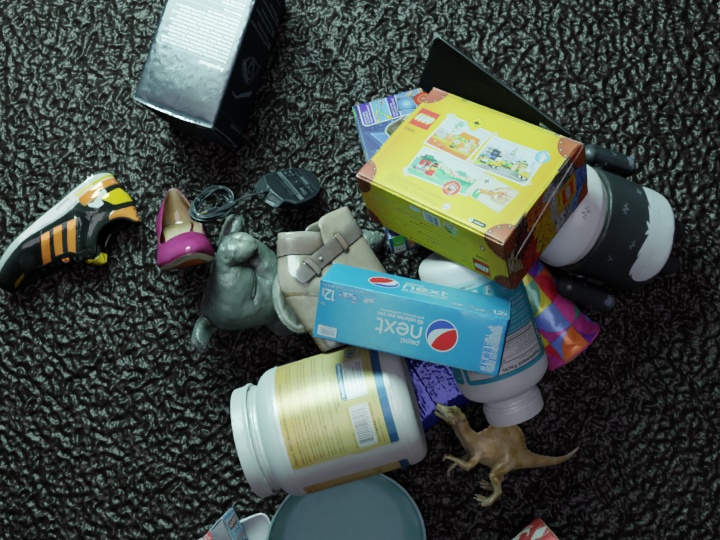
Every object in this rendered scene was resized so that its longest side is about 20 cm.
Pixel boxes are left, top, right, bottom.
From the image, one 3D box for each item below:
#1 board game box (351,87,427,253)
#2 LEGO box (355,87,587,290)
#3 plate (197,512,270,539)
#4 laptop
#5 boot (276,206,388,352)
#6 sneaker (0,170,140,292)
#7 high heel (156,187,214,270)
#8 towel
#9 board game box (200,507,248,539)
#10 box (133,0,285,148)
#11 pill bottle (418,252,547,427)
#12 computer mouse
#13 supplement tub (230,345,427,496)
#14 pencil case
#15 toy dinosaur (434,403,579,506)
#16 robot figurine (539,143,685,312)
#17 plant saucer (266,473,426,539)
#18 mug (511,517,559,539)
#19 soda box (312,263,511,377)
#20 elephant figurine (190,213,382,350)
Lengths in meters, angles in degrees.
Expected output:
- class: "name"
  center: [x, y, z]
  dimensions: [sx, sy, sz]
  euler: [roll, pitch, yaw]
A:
- class: "board game box"
  center: [0.075, -0.128, 1.071]
  dimensions: [0.132, 0.035, 0.203]
  euler: [-14, 59, 1]
- class: "LEGO box"
  center: [0.117, -0.093, 0.958]
  dimensions: [0.198, 0.078, 0.149]
  euler: [28, 66, 33]
- class: "plate"
  center: [-0.168, 0.426, 1.114]
  dimensions: [0.196, 0.032, 0.204]
  euler: [-23, 87, 3]
- class: "laptop"
  center: [0.165, -0.205, 1.026]
  dimensions: [0.176, 0.200, 0.104]
  euler: [37, 129, 3]
- class: "boot"
  center: [0.000, 0.000, 1.037]
  dimensions: [0.197, 0.070, 0.149]
  euler: [-17, 86, -28]
- class: "sneaker"
  center: [-0.363, -0.029, 1.122]
  dimensions: [0.200, 0.070, 0.090]
  euler: [-43, 83, -1]
- class: "high heel"
  center: [-0.214, -0.053, 1.052]
  dimensions: [0.066, 0.199, 0.099]
  euler: [-10, 94, -18]
- class: "towel"
  center: [0.042, 0.135, 1.108]
  dimensions: [0.198, 0.050, 0.149]
  euler: [-34, 81, 1]
- class: "board game box"
  center: [-0.184, 0.399, 1.070]
  dimensions: [0.195, 0.062, 0.205]
  euler: [-13, 86, 3]
- class: "box"
  center: [-0.176, -0.267, 1.081]
  dimensions: [0.102, 0.148, 0.204]
  euler: [19, 89, 4]
- class: "pill bottle"
  center: [0.145, 0.069, 1.016]
  dimensions: [0.109, 0.111, 0.204]
  euler: [-19, 101, 2]
- class: "computer mouse"
  center: [-0.124, -0.082, 1.074]
  dimensions: [0.059, 0.198, 0.034]
  euler: [50, 133, 22]
- class: "supplement tub"
  center: [-0.034, 0.167, 1.014]
  dimensions: [0.196, 0.145, 0.148]
  euler: [-16, 87, 4]
- class: "pencil case"
  center: [0.199, 0.021, 1.083]
  dimensions: [0.088, 0.088, 0.201]
  euler: [-38, 87, 1]
- class: "toy dinosaur"
  center: [0.168, 0.227, 1.074]
  dimensions: [0.197, 0.058, 0.103]
  euler: [23, 108, -15]
- class: "robot figurine"
  center: [0.280, -0.049, 1.045]
  dimensions: [0.196, 0.152, 0.125]
  euler: [16, 133, -24]
- class: "plant saucer"
  center: [-0.019, 0.331, 1.090]
  dimensions: [0.195, 0.036, 0.205]
  euler: [-1, 97, -9]
- class: "mug"
  center: [0.179, 0.409, 1.067]
  dimensions: [0.199, 0.178, 0.133]
  euler: [-42, 50, -3]
- class: "soda box"
  center: [0.055, 0.050, 0.935]
  dimensions: [0.195, 0.068, 0.066]
  euler: [12, 107, 8]
- class: "elephant figurine"
  center: [-0.083, 0.020, 1.084]
  dimensions: [0.196, 0.142, 0.157]
  euler: [18, 118, -12]
